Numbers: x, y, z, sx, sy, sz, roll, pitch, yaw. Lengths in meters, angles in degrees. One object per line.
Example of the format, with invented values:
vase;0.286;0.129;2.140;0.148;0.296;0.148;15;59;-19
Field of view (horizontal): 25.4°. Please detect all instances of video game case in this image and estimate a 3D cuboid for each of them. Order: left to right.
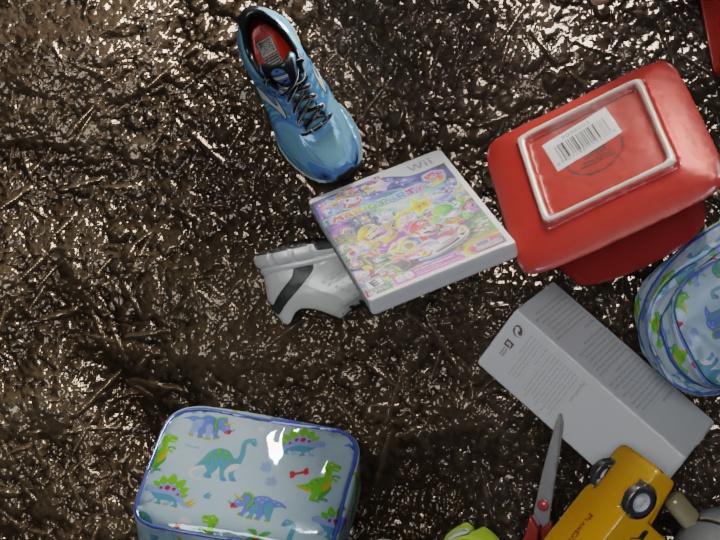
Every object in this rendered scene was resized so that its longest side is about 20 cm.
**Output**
video game case;0.044;-0.040;1.476;0.142;0.200;0.018;-22;123;-7

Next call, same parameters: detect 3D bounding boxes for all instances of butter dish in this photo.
butter dish;0.239;-0.063;1.474;0.198;0.148;0.201;-26;41;13

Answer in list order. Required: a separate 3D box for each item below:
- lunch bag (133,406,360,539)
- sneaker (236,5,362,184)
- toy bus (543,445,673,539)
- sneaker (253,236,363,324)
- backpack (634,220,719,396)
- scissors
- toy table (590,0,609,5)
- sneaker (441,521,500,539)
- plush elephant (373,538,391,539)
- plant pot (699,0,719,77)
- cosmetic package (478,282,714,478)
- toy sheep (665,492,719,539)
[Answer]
lunch bag;-0.101;0.210;1.487;0.198;0.083;0.162;8;46;8
sneaker;-0.070;-0.172;1.557;0.078;0.090;0.201;-33;80;3
toy bus;0.198;0.254;1.377;0.078;0.065;0.201;40;88;-29
sneaker;0.000;0.000;1.542;0.198;0.074;0.081;-11;95;12
backpack;0.344;0.029;1.439;0.198;0.154;0.164;-23;102;11
scissors;0.160;0.225;1.462;0.072;0.014;0.202;1;109;26
toy table;0.258;-0.350;1.500;0.116;0.184;0.202;-7;72;-9
sneaker;0.136;0.326;1.451;0.200;0.081;0.074;45;116;7
plush elephant;0.005;0.345;1.452;0.153;0.200;0.167;-12;66;29
plant pot;0.417;-0.308;1.460;0.174;0.200;0.202;-7;81;-5
cosmetic package;0.216;0.111;1.461;0.200;0.101;0.072;42;119;12
toy sheep;0.339;0.272;1.403;0.137;0.138;0.201;-36;92;2
